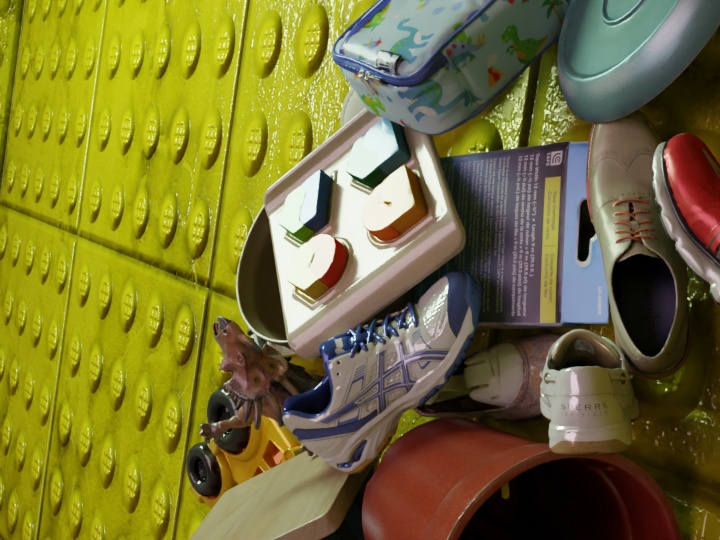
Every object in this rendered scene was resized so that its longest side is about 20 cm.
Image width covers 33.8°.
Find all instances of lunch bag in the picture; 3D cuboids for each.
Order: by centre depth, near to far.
[{"bbox_3d":[0.080,-0.210,0.996,0.200,0.083,0.161,-43,33,-8],"label":"lunch bag"}]

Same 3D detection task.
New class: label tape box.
[{"bbox_3d":[0.136,-0.025,0.971,0.199,0.066,0.145,-2,83,44],"label":"label tape box"}]

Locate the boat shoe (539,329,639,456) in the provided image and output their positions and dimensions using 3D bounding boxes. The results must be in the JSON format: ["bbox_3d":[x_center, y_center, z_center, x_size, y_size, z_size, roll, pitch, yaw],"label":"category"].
[{"bbox_3d":[0.161,0.075,0.834,0.200,0.070,0.070,-34,-61,-82],"label":"boat shoe"}]

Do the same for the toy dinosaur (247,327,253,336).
[{"bbox_3d":[-0.060,0.041,1.268,0.199,0.047,0.089,8,98,44],"label":"toy dinosaur"}]

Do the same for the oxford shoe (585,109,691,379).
[{"bbox_3d":[0.201,-0.027,0.838,0.070,0.074,0.202,-12,78,12],"label":"oxford shoe"}]

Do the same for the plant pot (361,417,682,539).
[{"bbox_3d":[0.101,0.205,0.888,0.195,0.199,0.203,-161,79,-67],"label":"plant pot"}]

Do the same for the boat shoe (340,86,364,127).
[{"bbox_3d":[0.048,-0.182,1.167,0.072,0.060,0.202,56,142,4],"label":"boat shoe"}]

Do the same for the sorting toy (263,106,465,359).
[{"bbox_3d":[-0.009,-0.049,1.019,0.185,0.036,0.201,-37,44,21],"label":"sorting toy"}]

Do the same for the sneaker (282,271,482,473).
[{"bbox_3d":[0.015,0.073,0.951,0.200,0.088,0.075,-53,17,13],"label":"sneaker"}]

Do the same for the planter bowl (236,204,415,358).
[{"bbox_3d":[0.000,0.000,1.111,0.199,0.134,0.202,-24,50,32],"label":"planter bowl"}]

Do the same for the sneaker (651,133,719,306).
[{"bbox_3d":[0.263,-0.018,0.762,0.085,0.077,0.201,-49,55,37],"label":"sneaker"}]

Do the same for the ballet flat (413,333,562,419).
[{"bbox_3d":[0.105,0.097,1.008,0.200,0.067,0.069,-29,60,55],"label":"ballet flat"}]

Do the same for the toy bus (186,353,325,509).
[{"bbox_3d":[-0.075,0.218,1.260,0.192,0.135,0.201,51,131,31],"label":"toy bus"}]

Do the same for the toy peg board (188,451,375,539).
[{"bbox_3d":[-0.057,0.248,1.073,0.198,0.200,0.098,-29,99,22],"label":"toy peg board"}]

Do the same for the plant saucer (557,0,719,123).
[{"bbox_3d":[0.205,-0.203,0.862,0.200,0.027,0.201,-50,24,32],"label":"plant saucer"}]

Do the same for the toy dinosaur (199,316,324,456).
[{"bbox_3d":[-0.056,0.114,1.052,0.135,0.199,0.087,-26,51,59],"label":"toy dinosaur"}]

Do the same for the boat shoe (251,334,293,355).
[{"bbox_3d":[-0.108,0.035,1.390,0.074,0.066,0.201,-61,37,34],"label":"boat shoe"}]
